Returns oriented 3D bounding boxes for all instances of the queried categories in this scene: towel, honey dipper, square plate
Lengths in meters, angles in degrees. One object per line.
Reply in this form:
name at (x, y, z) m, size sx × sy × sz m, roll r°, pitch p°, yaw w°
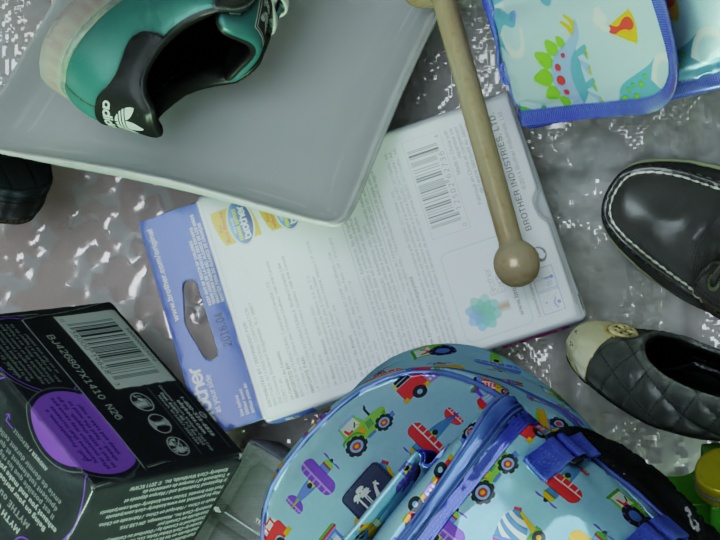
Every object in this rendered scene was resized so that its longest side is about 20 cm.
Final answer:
towel at (-0.105, -0.034, 1.204) m, size 0.190 × 0.032 × 0.201 m, roll 28°, pitch 93°, yaw 20°
honey dipper at (0.055, -0.087, 1.107) m, size 0.038 × 0.038 × 0.201 m, roll -21°, pitch 72°, yaw 15°
square plate at (-0.066, -0.109, 1.153) m, size 0.199 × 0.029 × 0.199 m, roll 13°, pitch 55°, yaw 16°

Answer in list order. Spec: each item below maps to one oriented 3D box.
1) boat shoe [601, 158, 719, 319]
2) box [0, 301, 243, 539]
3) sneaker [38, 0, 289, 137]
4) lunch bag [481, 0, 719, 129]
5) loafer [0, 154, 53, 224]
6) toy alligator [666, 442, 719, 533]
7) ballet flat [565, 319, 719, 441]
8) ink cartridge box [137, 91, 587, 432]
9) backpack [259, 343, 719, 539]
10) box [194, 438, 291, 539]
boat shoe at (0.201, 0.000, 1.078) m, size 0.200 × 0.066 × 0.072 m, roll 30°, pitch 94°, yaw 19°
box at (-0.168, 0.130, 1.129) m, size 0.122 × 0.106 × 0.201 m, roll 47°, pitch 120°, yaw 27°
sneaker at (-0.060, -0.138, 1.116) m, size 0.080 × 0.072 × 0.200 m, roll 36°, pitch 71°, yaw 28°
lunch bag at (0.144, -0.170, 1.065) m, size 0.199 × 0.127 × 0.171 m, roll -13°, pitch 101°, yaw 19°
loafer at (-0.229, -0.065, 1.216) m, size 0.200 × 0.072 × 0.073 m, roll 37°, pitch 119°, yaw 44°
toy alligator at (0.220, 0.114, 1.069) m, size 0.199 × 0.060 × 0.054 m, roll 11°, pitch 46°, yaw 20°
ballet flat at (0.184, 0.052, 1.063) m, size 0.199 × 0.066 × 0.057 m, roll 17°, pitch 120°, yaw 35°
ink cartridge box at (0.000, 0.000, 1.137) m, size 0.199 × 0.042 × 0.120 m, roll -18°, pitch 83°, yaw 1°
backpack at (0.042, 0.127, 1.036) m, size 0.183 × 0.134 × 0.200 m, roll -47°, pitch 69°, yaw 4°
box at (-0.008, 0.201, 1.136) m, size 0.199 × 0.048 × 0.159 m, roll 30°, pitch 92°, yaw 19°
